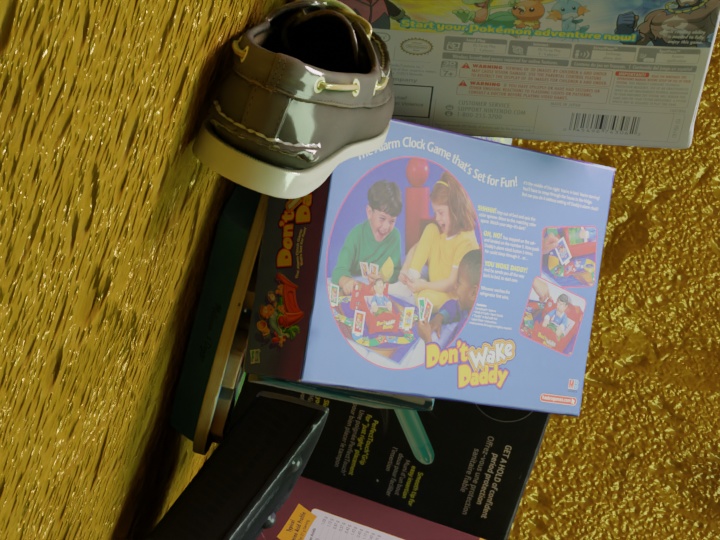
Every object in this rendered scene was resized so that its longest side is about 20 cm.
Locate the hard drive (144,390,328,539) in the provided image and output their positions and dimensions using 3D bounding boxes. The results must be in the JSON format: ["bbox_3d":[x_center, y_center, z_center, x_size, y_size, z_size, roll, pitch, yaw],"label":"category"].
[{"bbox_3d":[-0.076,0.134,1.373,0.135,0.042,0.200,-52,175,-18],"label":"hard drive"}]

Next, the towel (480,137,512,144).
[{"bbox_3d":[0.074,-0.176,1.599,0.144,0.023,0.201,28,68,-63],"label":"towel"}]

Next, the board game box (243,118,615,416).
[{"bbox_3d":[0.039,-0.002,1.303,0.200,0.045,0.135,10,88,-42],"label":"board game box"}]

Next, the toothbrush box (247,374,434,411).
[{"bbox_3d":[0.000,0.000,1.438,0.200,0.085,0.147,166,-64,-83],"label":"toothbrush box"}]

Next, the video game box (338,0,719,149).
[{"bbox_3d":[0.078,-0.139,1.265,0.182,0.199,0.047,97,-4,-53],"label":"video game box"}]

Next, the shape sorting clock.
[{"bbox_3d":[-0.054,0.002,1.352,0.200,0.039,0.201,19,90,-87],"label":"shape sorting clock"}]

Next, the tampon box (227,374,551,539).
[{"bbox_3d":[0.031,0.062,1.693,0.126,0.199,0.150,-66,174,-61],"label":"tampon box"}]

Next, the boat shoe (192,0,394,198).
[{"bbox_3d":[-0.019,-0.088,1.152,0.202,0.072,0.060,-52,166,-69],"label":"boat shoe"}]

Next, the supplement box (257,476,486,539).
[{"bbox_3d":[-0.036,0.249,1.594,0.197,0.199,0.133,-68,175,-50],"label":"supplement box"}]
